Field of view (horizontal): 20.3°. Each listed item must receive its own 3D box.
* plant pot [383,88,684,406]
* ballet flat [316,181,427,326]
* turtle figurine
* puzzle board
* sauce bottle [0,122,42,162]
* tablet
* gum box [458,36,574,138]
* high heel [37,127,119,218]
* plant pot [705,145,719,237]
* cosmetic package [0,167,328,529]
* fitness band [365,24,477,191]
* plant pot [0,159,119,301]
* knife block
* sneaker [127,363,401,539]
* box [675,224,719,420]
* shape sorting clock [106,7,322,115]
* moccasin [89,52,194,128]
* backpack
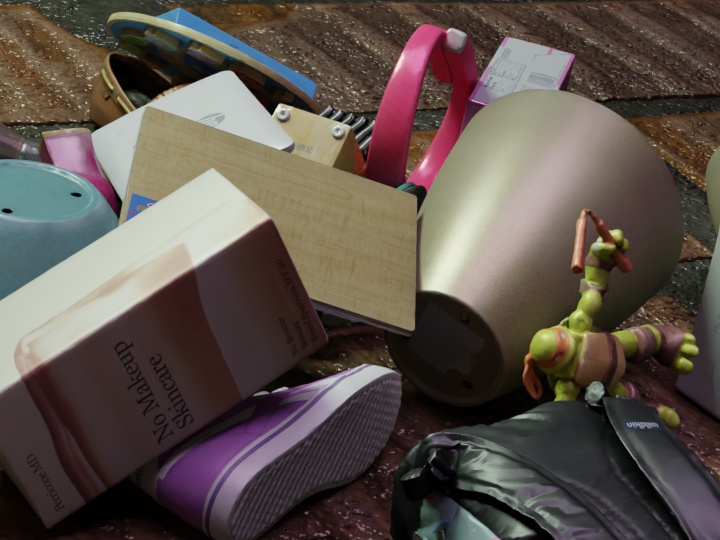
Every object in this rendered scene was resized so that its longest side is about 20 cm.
[{"bbox_3d":[0.102,0.001,1.409,0.186,0.188,0.200,22,41,22],"label":"plant pot"},{"bbox_3d":[0.000,0.000,1.476,0.068,0.068,0.200,44,45,14],"label":"ballet flat"},{"bbox_3d":[0.154,0.071,1.325,0.064,0.201,0.161,0,-13,39],"label":"turtle figurine"},{"bbox_3d":[-0.058,-0.031,1.320,0.199,0.017,0.151,18,36,-11],"label":"puzzle board"},{"bbox_3d":[-0.314,-0.096,1.538,0.199,0.066,0.066,9,25,0],"label":"sauce bottle"},{"bbox_3d":[-0.132,-0.098,1.520,0.130,0.014,0.200,-26,28,-7],"label":"tablet"},{"bbox_3d":[0.125,-0.111,1.700,0.066,0.114,0.200,16,25,8],"label":"gum box"},{"bbox_3d":[-0.278,-0.039,1.470,0.199,0.067,0.096,-11,73,-21],"label":"high heel"},{"bbox_3d":[0.372,-0.019,1.565,0.199,0.201,0.135,7,61,-8],"label":"plant pot"},{"bbox_3d":[-0.132,0.043,1.169,0.199,0.104,0.087,-34,36,-12],"label":"cosmetic package"},{"bbox_3d":[0.050,-0.114,1.601,0.037,0.144,0.200,19,-9,13],"label":"fitness band"},{"bbox_3d":[-0.219,0.009,1.273,0.199,0.136,0.200,9,25,-4],"label":"plant pot"},{"bbox_3d":[-0.039,-0.043,1.568,0.064,0.176,0.201,19,71,18],"label":"knife block"},{"bbox_3d":[-0.063,0.092,1.243,0.114,0.073,0.200,22,27,29],"label":"sneaker"},{"bbox_3d":[0.337,0.056,1.391,0.106,0.153,0.200,-8,32,-35],"label":"box"},{"bbox_3d":[-0.125,-0.167,1.711,0.199,0.039,0.200,21,-12,5],"label":"shape sorting clock"},{"bbox_3d":[-0.150,-0.124,1.650,0.073,0.078,0.201,-12,33,-33],"label":"moccasin"},{"bbox_3d":[0.128,0.165,1.104,0.166,0.127,0.200,-18,37,-28],"label":"backpack"}]
